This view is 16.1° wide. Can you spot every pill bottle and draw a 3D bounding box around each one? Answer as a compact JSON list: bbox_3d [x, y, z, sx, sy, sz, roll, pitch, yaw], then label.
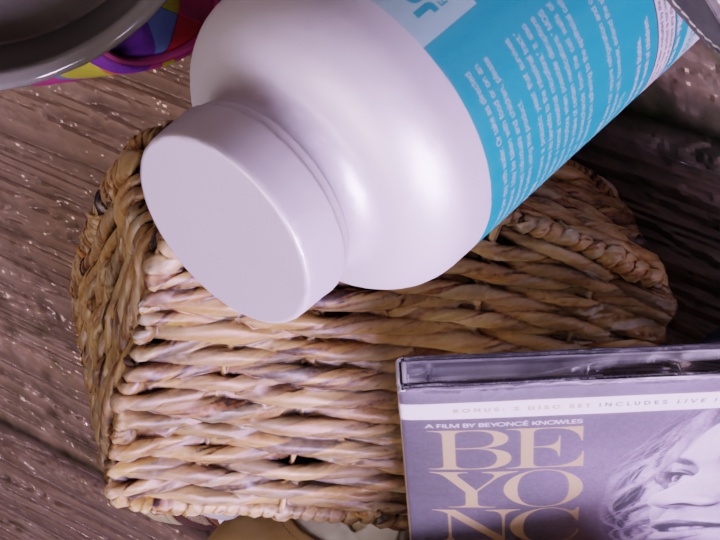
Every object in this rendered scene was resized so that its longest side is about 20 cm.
[{"bbox_3d":[0.022,-0.069,0.811,0.111,0.200,0.111,31,145,25],"label":"pill bottle"}]

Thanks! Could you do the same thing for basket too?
[{"bbox_3d":[0.000,0.000,0.940,0.149,0.200,0.143,-109,28,-59],"label":"basket"}]

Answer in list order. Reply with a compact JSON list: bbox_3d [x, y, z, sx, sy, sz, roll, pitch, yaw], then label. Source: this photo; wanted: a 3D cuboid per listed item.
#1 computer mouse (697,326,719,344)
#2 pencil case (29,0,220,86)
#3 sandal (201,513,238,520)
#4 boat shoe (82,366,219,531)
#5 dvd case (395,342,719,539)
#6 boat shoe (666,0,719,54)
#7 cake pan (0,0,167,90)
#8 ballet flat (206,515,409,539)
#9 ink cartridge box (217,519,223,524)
[{"bbox_3d":[0.170,0.069,0.934,0.138,0.053,0.200,27,156,28],"label":"computer mouse"},{"bbox_3d":[-0.142,-0.116,1.081,0.200,0.088,0.088,-5,121,54],"label":"pencil case"},{"bbox_3d":[-0.064,0.027,1.100,0.082,0.203,0.050,26,120,-31],"label":"sandal"},{"bbox_3d":[-0.079,0.067,1.225,0.072,0.072,0.200,23,146,24],"label":"boat shoe"},{"bbox_3d":[0.090,0.077,0.870,0.148,0.016,0.200,-2,151,2],"label":"dvd case"},{"bbox_3d":[0.064,-0.136,0.739,0.200,0.057,0.067,61,170,-28],"label":"boat shoe"},{"bbox_3d":[-0.148,-0.167,0.945,0.200,0.200,0.037,55,180,-11],"label":"cake pan"},{"bbox_3d":[0.034,0.099,1.048,0.200,0.069,0.063,-1,126,-4],"label":"ballet flat"},{"bbox_3d":[0.020,0.152,1.133,0.068,0.115,0.200,36,153,54],"label":"ink cartridge box"}]
